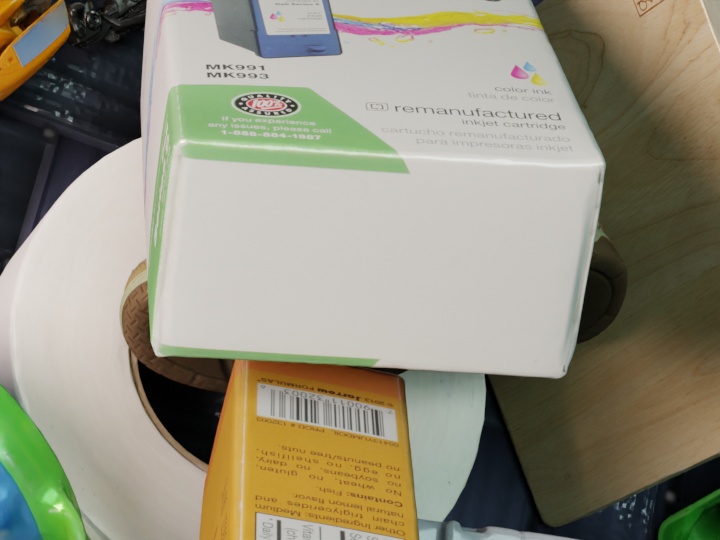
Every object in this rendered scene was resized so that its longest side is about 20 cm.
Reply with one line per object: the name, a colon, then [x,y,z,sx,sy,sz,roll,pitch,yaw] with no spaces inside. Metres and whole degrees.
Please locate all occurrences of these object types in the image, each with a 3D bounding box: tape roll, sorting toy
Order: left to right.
tape roll: [-0.054,0.045,0.965,0.202,0.071,0.202,8,69,-21]
sorting toy: [0.125,-0.018,0.996,0.070,0.200,0.199,-12,76,-37]

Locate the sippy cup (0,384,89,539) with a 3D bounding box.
sippy cup: [-0.188,0.104,0.837,0.130,0.178,0.140,-43,104,-38]

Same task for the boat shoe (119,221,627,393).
boat shoe: [0.000,0.000,0.936,0.200,0.072,0.076,-2,40,-18]

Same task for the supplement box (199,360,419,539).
supplement box: [-0.018,0.102,0.788,0.069,0.067,0.200,12,26,-6]

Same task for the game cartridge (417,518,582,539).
game cartridge: [0.102,0.166,0.842,0.200,0.040,0.133,11,67,-13]

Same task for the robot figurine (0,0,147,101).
robot figurine: [-0.161,-0.137,0.991,0.145,0.058,0.200,46,61,-3]

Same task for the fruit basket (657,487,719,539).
fruit basket: [0.222,0.165,0.991,0.216,0.156,0.216,19,54,-28]

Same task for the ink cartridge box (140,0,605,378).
ink cartridge box: [-0.004,-0.049,0.868,0.145,0.088,0.200,3,27,-8]
